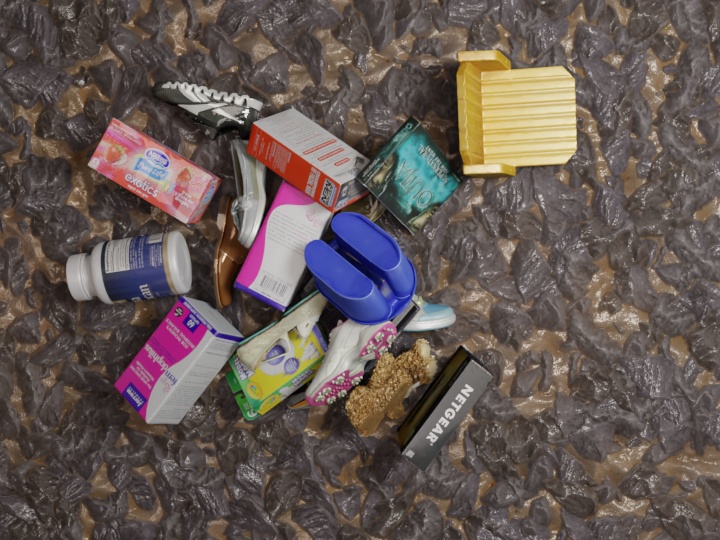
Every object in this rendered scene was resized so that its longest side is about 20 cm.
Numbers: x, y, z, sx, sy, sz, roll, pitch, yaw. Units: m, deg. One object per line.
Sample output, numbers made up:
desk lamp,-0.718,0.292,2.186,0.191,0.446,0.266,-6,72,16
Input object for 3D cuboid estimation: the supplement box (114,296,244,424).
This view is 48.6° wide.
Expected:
supplement box,-0.316,0.160,1.398,0.101,0.103,0.201,39,94,21

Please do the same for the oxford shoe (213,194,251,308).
oxford shoe,-0.224,-0.030,1.422,0.070,0.071,0.203,7,92,-4

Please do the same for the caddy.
caddy,0.000,0.000,1.319,0.141,0.105,0.200,-45,55,-9

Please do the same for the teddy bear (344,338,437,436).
teddy bear,0.054,0.201,1.414,0.200,0.145,0.067,-48,53,0

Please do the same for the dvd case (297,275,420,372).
dvd case,-0.006,0.052,1.386,0.149,0.016,0.200,-50,63,15

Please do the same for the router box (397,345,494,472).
router box,0.144,0.235,1.389,0.052,0.157,0.201,36,93,-2

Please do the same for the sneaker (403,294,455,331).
sneaker,0.072,0.038,1.418,0.197,0.080,0.133,1,95,0

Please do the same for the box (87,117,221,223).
box,-0.356,-0.171,1.398,0.199,0.103,0.095,31,93,0

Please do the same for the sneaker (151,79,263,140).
sneaker,-0.275,-0.279,1.407,0.197,0.066,0.092,11,91,-2

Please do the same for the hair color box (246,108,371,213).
hair color box,-0.083,-0.189,1.354,0.199,0.111,0.064,36,130,20

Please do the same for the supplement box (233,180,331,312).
supplement box,-0.129,-0.044,1.403,0.100,0.103,0.202,27,95,0

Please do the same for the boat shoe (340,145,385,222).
boat shoe,0.038,-0.156,1.412,0.074,0.066,0.200,43,97,6

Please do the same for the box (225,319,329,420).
box,-0.149,0.164,1.417,0.199,0.048,0.118,-38,56,4

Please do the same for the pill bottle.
pill bottle,-0.406,-0.001,1.404,0.197,0.111,0.113,-8,93,2

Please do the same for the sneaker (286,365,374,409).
sneaker,-0.053,0.181,1.436,0.199,0.078,0.078,-35,79,-1

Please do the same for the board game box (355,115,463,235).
board game box,0.088,-0.155,1.359,0.135,0.200,0.028,-48,53,3

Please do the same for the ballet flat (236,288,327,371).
ballet flat,-0.123,0.105,1.383,0.199,0.067,0.063,-35,84,7

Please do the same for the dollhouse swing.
dollhouse swing,0.271,-0.266,1.359,0.174,0.181,0.203,-1,93,21

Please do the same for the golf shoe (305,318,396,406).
golf shoe,-0.028,0.141,1.344,0.200,0.075,0.092,-46,57,8

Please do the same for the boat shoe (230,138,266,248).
boat shoe,-0.199,-0.135,1.381,0.064,0.074,0.205,8,68,-16
